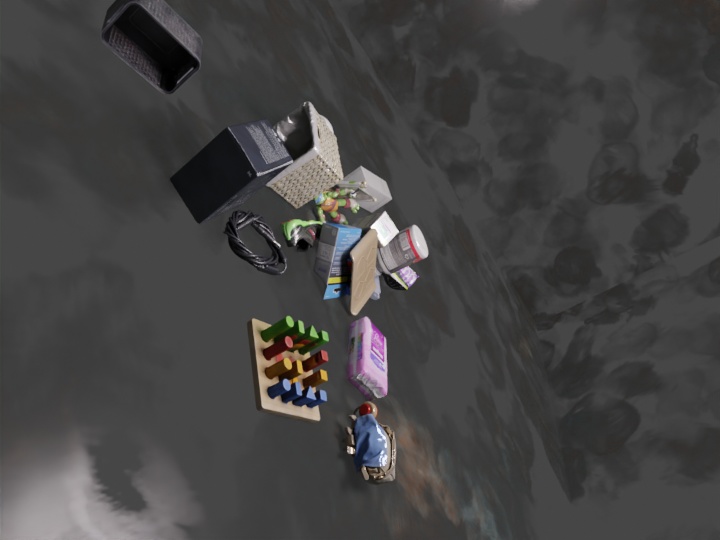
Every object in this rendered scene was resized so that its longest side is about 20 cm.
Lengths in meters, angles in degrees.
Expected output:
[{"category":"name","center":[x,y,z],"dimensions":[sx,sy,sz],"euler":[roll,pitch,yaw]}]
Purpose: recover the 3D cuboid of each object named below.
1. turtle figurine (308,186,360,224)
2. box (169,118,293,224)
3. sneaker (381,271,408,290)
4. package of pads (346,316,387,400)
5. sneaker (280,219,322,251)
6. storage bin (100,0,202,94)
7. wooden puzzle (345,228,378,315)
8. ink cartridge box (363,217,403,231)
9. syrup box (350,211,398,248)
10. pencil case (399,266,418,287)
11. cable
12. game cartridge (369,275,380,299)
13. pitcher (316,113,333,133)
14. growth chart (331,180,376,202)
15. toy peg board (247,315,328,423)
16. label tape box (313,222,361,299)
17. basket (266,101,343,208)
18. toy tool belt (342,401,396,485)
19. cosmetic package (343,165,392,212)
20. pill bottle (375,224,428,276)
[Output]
[{"category":"turtle figurine","center":[-0.062,-0.180,1.788],"dimensions":[0.193,0.193,0.150],"euler":[12,87,-65]},{"category":"box","center":[-0.287,-0.228,1.297],"dimensions":[0.126,0.197,0.197],"euler":[55,24,-8]},{"category":"sneaker","center":[0.112,-0.006,2.007],"dimensions":[0.201,0.072,0.082],"euler":[49,58,-31]},{"category":"package of pads","center":[0.020,0.245,1.587],"dimensions":[0.121,0.074,0.204],"euler":[49,27,-32]},{"category":"sneaker","center":[-0.159,-0.094,1.598],"dimensions":[0.198,0.074,0.087],"euler":[-6,86,-62]},{"category":"storage bin","center":[-0.472,-0.527,1.306],"dimensions":[0.199,0.133,0.096],"euler":[38,33,-42]},{"category":"wooden puzzle","center":[0.000,0.000,1.707],"dimensions":[0.186,0.045,0.207],"euler":[-50,146,-53]},{"category":"ink cartridge box","center":[0.086,-0.129,2.021],"dimensions":[0.195,0.038,0.096],"euler":[25,42,4]},{"category":"syrup box","center":[0.031,-0.123,1.841],"dimensions":[0.081,0.198,0.080],"euler":[-44,107,-20]},{"category":"pencil case","center":[0.132,-0.027,2.083],"dimensions":[0.202,0.085,0.084],"euler":[54,-6,-15]},{"category":"cable","center":[-0.255,-0.077,1.388],"dimensions":[0.198,0.050,0.168],"euler":[22,46,-56]},{"category":"game cartridge","center":[-0.005,-0.007,1.849],"dimensions":[0.199,0.040,0.137],"euler":[42,34,-39]},{"category":"pitcher","center":[-0.159,-0.430,1.838],"dimensions":[0.172,0.120,0.201],"euler":[48,-12,11]},{"category":"growth chart","center":[-0.025,-0.251,1.833],"dimensions":[0.200,0.139,0.018],"euler":[36,62,-72]},{"category":"toy peg board","center":[-0.141,0.209,1.265],"dimensions":[0.198,0.096,0.205],"euler":[30,39,-50]},{"category":"label tape box","center":[-0.072,-0.029,1.651],"dimensions":[0.142,0.064,0.207],"euler":[-5,111,-63]},{"category":"basket","center":[-0.169,-0.329,1.650],"dimensions":[0.160,0.196,0.204],"euler":[37,34,-46]},{"category":"toy tool belt","center":[0.017,0.400,1.361],"dimensions":[0.123,0.122,0.206],"euler":[42,29,-53]},{"category":"cosmetic package","center":[0.023,-0.298,2.125],"dimensions":[0.198,0.106,0.087],"euler":[20,46,-59]},{"category":"pill bottle","center":[0.112,-0.056,1.844],"dimensions":[0.111,0.195,0.113],"euler":[50,26,-35]}]
